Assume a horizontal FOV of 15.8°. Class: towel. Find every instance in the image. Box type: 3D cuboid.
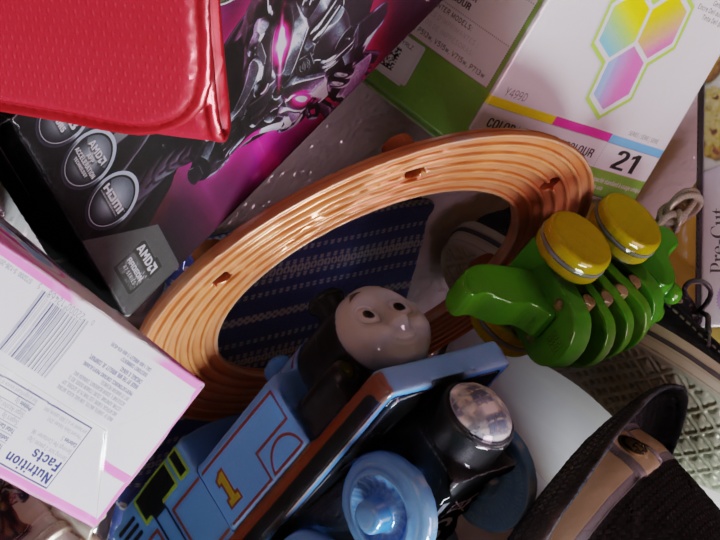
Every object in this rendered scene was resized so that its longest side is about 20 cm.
[{"bbox_3d":[-0.046,0.060,1.129,0.145,0.024,0.200,-14,130,-41],"label":"towel"}]

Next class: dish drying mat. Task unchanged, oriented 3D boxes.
[{"bbox_3d":[-0.135,-0.078,0.733,0.077,0.199,0.018,88,16,-44],"label":"dish drying mat"}]

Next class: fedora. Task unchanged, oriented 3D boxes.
[{"bbox_3d":[0.107,0.141,1.040,0.201,0.091,0.201,-50,163,-21],"label":"fedora"}]

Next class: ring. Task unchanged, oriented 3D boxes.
[{"bbox_3d":[0.000,0.000,1.038,0.200,0.019,0.201,-23,156,-10],"label":"ring"}]

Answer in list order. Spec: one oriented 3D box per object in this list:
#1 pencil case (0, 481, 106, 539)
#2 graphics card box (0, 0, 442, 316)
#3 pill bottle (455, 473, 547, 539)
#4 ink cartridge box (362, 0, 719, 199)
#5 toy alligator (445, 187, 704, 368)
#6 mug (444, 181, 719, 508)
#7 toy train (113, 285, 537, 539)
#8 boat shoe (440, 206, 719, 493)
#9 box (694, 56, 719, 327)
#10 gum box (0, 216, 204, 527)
[{"bbox_3d":[-0.173,0.167,1.014,0.200,0.078,0.089,-43,170,-13],"label":"pencil case"},{"bbox_3d":[-0.050,-0.094,0.932,0.200,0.051,0.126,-45,146,-16],"label":"graphics card box"},{"bbox_3d":[0.046,0.144,1.205,0.112,0.112,0.200,-45,159,-11],"label":"pill bottle"},{"bbox_3d":[0.102,-0.139,1.062,0.148,0.076,0.200,10,114,-55],"label":"ink cartridge box"},{"bbox_3d":[0.105,0.005,1.067,0.200,0.054,0.059,-18,155,-53],"label":"toy alligator"},{"bbox_3d":[0.143,0.054,1.232,0.149,0.153,0.187,-13,131,-44],"label":"mug"},{"bbox_3d":[-0.015,0.090,1.033,0.087,0.114,0.200,-15,153,-44],"label":"toy train"},{"bbox_3d":[0.125,0.029,1.142,0.062,0.200,0.075,-37,147,-29],"label":"boat shoe"},{"bbox_3d":[0.170,-0.075,1.159,0.039,0.041,0.201,-67,157,-80],"label":"box"},{"bbox_3d":[-0.145,0.005,0.858,0.066,0.113,0.200,-51,148,-2],"label":"gum box"}]
